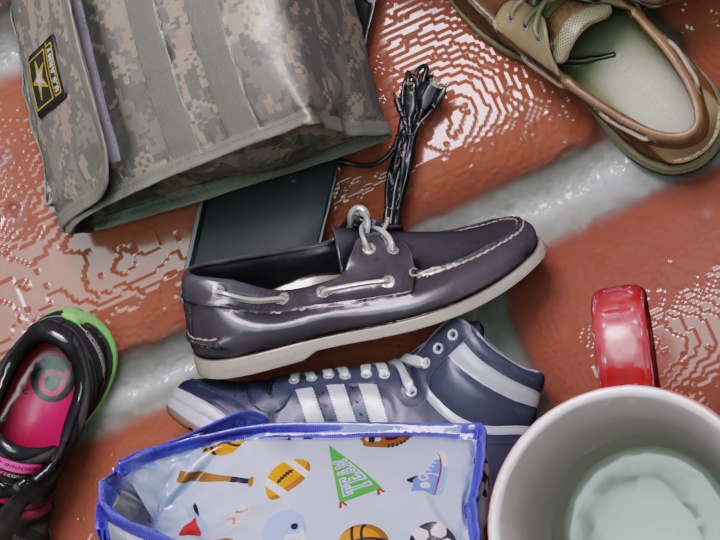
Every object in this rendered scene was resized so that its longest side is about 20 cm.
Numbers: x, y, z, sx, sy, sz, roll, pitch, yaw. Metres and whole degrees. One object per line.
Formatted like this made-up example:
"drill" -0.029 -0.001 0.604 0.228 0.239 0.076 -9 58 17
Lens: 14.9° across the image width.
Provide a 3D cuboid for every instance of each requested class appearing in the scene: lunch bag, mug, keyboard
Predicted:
"lunch bag" -0.107 -0.121 1.500 0.200 0.118 0.164 -19 79 27
"mug" 0.151 0.112 1.396 0.133 0.200 0.178 23 87 11
"keyboard" -0.022 -0.062 1.535 0.127 0.021 0.200 12 87 16
"lunch bag" -0.029 0.165 1.426 0.199 0.170 0.124 -2 41 8

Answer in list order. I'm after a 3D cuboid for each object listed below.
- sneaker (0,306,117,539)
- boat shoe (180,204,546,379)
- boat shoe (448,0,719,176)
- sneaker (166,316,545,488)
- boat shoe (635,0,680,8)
"sneaker" -0.196 0.112 1.510 0.077 0.084 0.200 16 86 11
"boat shoe" 0.000 0.000 1.474 0.200 0.073 0.063 -18 107 -2
"boat shoe" 0.118 -0.133 1.491 0.200 0.074 0.076 40 91 11
"sneaker" 0.002 0.064 1.490 0.200 0.070 0.109 18 91 5
"boat shoe" 0.155 -0.170 1.460 0.200 0.071 0.065 0 77 -22
